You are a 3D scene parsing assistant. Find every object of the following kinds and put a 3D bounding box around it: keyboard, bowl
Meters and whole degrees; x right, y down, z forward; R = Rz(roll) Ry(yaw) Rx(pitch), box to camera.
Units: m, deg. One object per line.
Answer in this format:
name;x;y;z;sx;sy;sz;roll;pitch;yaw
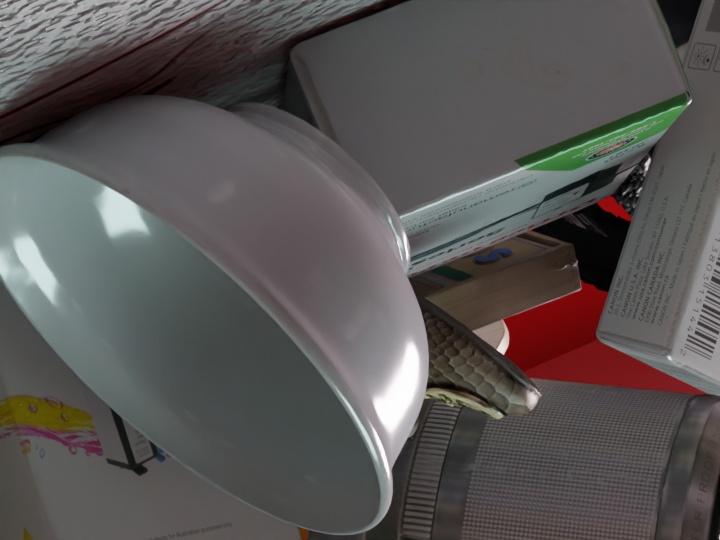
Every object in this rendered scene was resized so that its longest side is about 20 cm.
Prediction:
keyboard;0.113;-0.008;1.316;0.104;0.040;0.200;20;-166;-19
bowl;-0.045;0.001;0.965;0.090;0.201;0.201;-50;-176;-24

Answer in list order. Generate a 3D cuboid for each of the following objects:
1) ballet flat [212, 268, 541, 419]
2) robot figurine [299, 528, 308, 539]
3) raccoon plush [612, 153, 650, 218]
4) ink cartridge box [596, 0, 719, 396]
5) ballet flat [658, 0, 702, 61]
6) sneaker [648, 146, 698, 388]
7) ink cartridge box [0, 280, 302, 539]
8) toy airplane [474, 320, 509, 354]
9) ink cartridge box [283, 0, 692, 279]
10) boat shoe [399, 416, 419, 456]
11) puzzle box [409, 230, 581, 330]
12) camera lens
ballet flat;-0.018;0.016;1.054;0.046;0.200;0.067;-59;166;-9
robot figurine;-0.020;0.092;1.326;0.145;0.058;0.200;-29;128;10
raccoon plush;0.176;-0.087;1.312;0.134;0.097;0.200;-36;167;27
ink cartridge box;0.198;-0.036;1.133;0.045;0.200;0.176;14;172;43
ballet flat;0.185;-0.118;1.173;0.200;0.073;0.073;-16;169;-45
sneaker;0.166;-0.032;1.198;0.071;0.200;0.099;-17;178;26
ink cartridge box;-0.138;0.094;1.127;0.147;0.200;0.145;-29;165;39
toy airplane;-0.044;0.062;1.457;0.200;0.141;0.199;-35;-149;-28
ink cartridge box;0.046;-0.061;1.087;0.146;0.083;0.200;-22;173;-6
boat shoe;-0.050;0.068;1.193;0.073;0.063;0.200;5;-172;-45
puzzle box;0.000;0.000;1.253;0.133;0.025;0.200;-20;-160;-26
camera lens;0.091;0.132;1.207;0.200;0.160;0.160;4;-178;19
